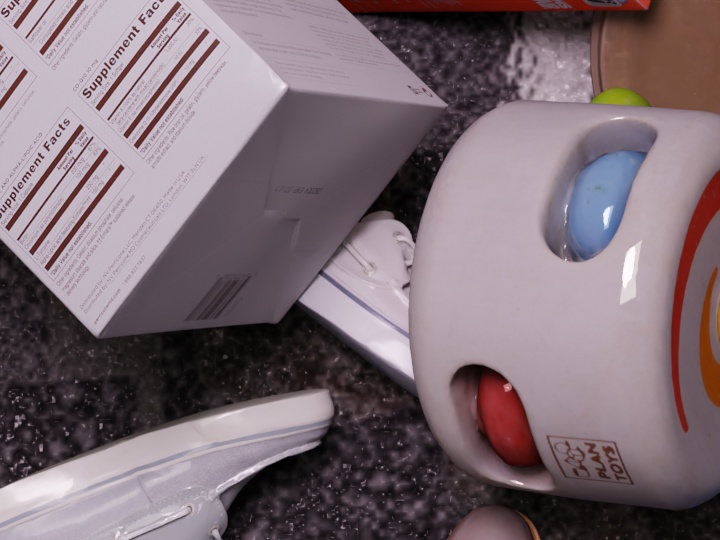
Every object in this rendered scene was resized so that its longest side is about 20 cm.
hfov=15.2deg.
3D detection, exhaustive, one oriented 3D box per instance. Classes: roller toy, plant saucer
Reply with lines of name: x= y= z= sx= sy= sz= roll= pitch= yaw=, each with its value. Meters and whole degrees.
roller toy: x=0.118 y=0.018 z=1.255 sx=0.139 sy=0.182 sz=0.201 roll=6 pitch=96 yaw=29
plant saucer: x=0.200 y=-0.100 z=1.317 sx=0.199 sy=0.029 sz=0.201 roll=7 pitch=105 yaw=26

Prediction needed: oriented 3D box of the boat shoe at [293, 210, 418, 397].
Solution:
boat shoe: x=0.000 y=0.000 z=1.349 sx=0.200 sy=0.074 sz=0.065 roll=38 pitch=86 yaw=16

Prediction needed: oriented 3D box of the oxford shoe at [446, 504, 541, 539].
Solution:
oxford shoe: x=0.046 y=0.182 z=1.261 sx=0.071 sy=0.073 sz=0.201 roll=7 pitch=50 yaw=14

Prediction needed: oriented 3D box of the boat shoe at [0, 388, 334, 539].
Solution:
boat shoe: x=-0.101 y=0.116 z=1.339 sx=0.200 sy=0.070 sz=0.072 roll=-20 pitch=90 yaw=1

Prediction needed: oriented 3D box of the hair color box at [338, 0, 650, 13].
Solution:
hair color box: x=0.065 y=-0.191 z=1.356 sx=0.199 sy=0.064 sz=0.112 roll=5 pitch=71 yaw=45

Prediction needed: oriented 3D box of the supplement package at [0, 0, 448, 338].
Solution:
supplement package: x=-0.103 y=-0.090 z=1.248 sx=0.200 sy=0.191 sz=0.147 roll=44 pitch=106 yaw=17
